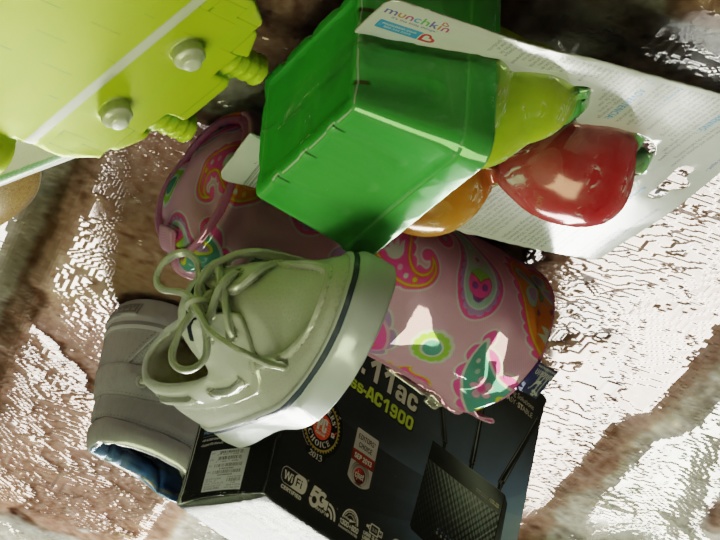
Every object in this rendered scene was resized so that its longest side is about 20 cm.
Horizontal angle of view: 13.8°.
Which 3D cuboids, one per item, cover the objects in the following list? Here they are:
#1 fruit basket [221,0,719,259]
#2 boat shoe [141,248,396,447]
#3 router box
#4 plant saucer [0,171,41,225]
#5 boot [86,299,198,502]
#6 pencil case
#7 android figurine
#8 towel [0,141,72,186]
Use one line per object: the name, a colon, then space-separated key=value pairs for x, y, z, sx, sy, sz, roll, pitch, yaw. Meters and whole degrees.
fruit basket: x=0.062 y=-0.062 z=1.309 sx=0.199 sy=0.094 sz=0.185 roll=7 pitch=157 yaw=-23
boat shoe: x=-0.055 y=0.024 z=1.345 sx=0.086 sy=0.075 sz=0.202 roll=25 pitch=161 yaw=-15
router box: x=0.006 y=0.091 z=1.526 sx=0.062 sy=0.151 sz=0.200 roll=-10 pitch=145 yaw=38
plant saucer: x=-0.260 y=-0.057 z=1.490 sx=0.199 sy=0.036 sz=0.201 roll=11 pitch=153 yaw=6
boot: x=-0.062 y=0.099 z=1.629 sx=0.199 sy=0.096 sz=0.073 roll=26 pitch=150 yaw=-23
pencil case: x=0.000 y=0.000 z=1.427 sx=0.199 sy=0.088 sz=0.087 roll=29 pitch=149 yaw=-26
android figurine: x=-0.123 y=-0.103 z=1.261 sx=0.182 sy=0.041 sz=0.200 roll=-36 pitch=144 yaw=24
towel: x=-0.163 y=-0.099 z=1.302 sx=0.152 sy=0.023 sz=0.200 roll=-20 pitch=151 yaw=-1
